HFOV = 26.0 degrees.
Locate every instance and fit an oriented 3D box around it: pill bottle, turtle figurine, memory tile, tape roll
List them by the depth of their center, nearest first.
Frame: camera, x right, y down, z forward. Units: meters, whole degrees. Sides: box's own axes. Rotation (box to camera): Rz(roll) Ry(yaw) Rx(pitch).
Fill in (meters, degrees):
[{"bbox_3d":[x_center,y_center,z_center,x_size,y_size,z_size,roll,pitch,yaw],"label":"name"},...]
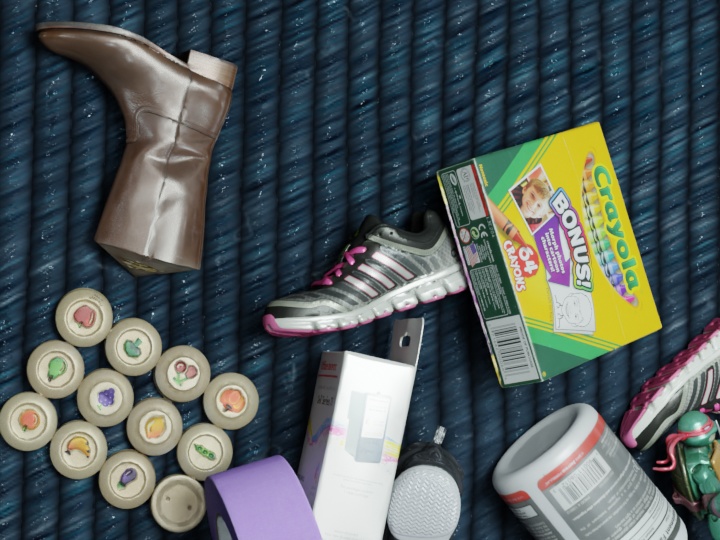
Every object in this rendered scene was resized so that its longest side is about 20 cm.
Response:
[{"bbox_3d":[-0.070,0.257,1.280,0.065,0.200,0.202,-14,90,-15],"label":"tape roll"},{"bbox_3d":[-0.199,0.122,1.350,0.199,0.017,0.154,30,80,-11],"label":"memory tile"},{"bbox_3d":[0.219,0.229,1.397,0.116,0.116,0.200,-40,97,-13],"label":"pill bottle"},{"bbox_3d":[0.331,0.190,1.407,0.150,0.100,0.201,-49,127,-46],"label":"turtle figurine"}]

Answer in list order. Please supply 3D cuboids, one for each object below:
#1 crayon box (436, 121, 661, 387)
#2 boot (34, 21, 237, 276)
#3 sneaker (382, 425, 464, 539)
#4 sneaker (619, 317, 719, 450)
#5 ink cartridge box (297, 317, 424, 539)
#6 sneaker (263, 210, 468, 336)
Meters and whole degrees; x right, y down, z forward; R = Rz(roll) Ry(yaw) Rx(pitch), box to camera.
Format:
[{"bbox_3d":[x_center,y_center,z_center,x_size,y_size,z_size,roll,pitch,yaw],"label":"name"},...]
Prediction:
[{"bbox_3d":[0.172,-0.017,1.396,0.172,0.058,0.201,-19,92,-39],"label":"crayon box"},{"bbox_3d":[-0.209,-0.102,1.341,0.185,0.064,0.202,14,88,-11],"label":"boot"},{"bbox_3d":[0.048,0.234,1.375,0.075,0.114,0.201,16,118,2],"label":"sneaker"},{"bbox_3d":[0.330,0.111,1.451,0.200,0.074,0.088,-40,90,-18],"label":"sneaker"},{"bbox_3d":[-0.006,0.133,1.345,0.067,0.117,0.202,13,84,-11],"label":"ink cartridge box"},{"bbox_3d":[0.000,0.000,1.371,0.199,0.074,0.088,-18,91,-19],"label":"sneaker"}]
